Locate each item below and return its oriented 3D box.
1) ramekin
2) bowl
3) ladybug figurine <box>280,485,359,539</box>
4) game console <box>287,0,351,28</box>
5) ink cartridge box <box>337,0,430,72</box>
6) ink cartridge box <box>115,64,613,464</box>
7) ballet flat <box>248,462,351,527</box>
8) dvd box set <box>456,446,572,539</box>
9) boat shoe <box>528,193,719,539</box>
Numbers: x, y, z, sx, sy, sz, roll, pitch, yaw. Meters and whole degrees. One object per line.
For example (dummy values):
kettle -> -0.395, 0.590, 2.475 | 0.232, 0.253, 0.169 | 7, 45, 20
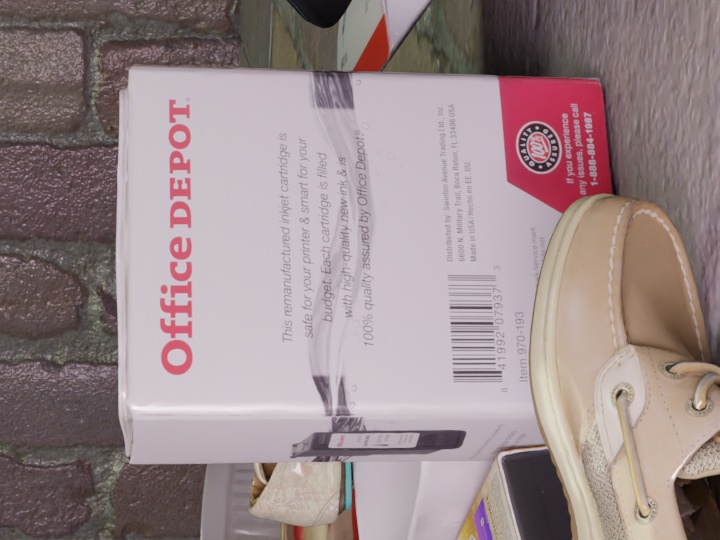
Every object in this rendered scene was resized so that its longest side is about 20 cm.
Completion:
ramekin -> -0.063, 0.234, 1.404 | 0.200, 0.104, 0.201 | -1, -90, -87
bowl -> 0.043, 0.054, 0.869 | 0.200, 0.074, 0.201 | 103, 166, -59
ladybug figurine -> -0.014, 0.212, 1.252 | 0.136, 0.072, 0.201 | 164, 107, -76
game console -> 0.046, -0.191, 0.723 | 0.201, 0.118, 0.171 | -61, -18, -2
ink cartridge box -> 0.003, -0.128, 0.895 | 0.200, 0.047, 0.160 | -54, 3, -11
ink cartridge box -> 0.000, 0.000, 0.724 | 0.083, 0.199, 0.146 | 113, 156, -69
ballet flat -> -0.034, 0.037, 0.935 | 0.067, 0.062, 0.201 | -165, 76, -82
dvd box set -> 0.069, 0.183, 0.761 | 0.200, 0.029, 0.147 | 104, 156, -58
boat shoe -> 0.099, 0.060, 0.541 | 0.065, 0.072, 0.201 | -27, 50, 39
